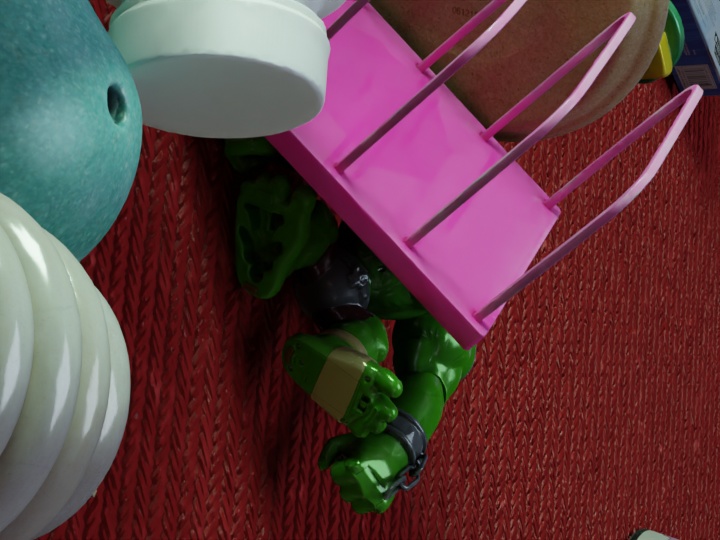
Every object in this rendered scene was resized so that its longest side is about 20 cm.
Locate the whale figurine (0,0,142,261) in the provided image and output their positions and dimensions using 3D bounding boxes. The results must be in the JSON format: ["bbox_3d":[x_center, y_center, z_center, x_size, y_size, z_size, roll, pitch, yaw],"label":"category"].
[{"bbox_3d":[-0.133,-0.090,0.911,0.159,0.103,0.202,-15,102,-68],"label":"whale figurine"}]

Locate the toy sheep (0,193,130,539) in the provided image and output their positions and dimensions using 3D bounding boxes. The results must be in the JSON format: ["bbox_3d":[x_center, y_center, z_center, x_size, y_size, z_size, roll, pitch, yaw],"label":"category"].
[{"bbox_3d":[-0.146,0.031,0.816,0.200,0.137,0.139,20,70,-62],"label":"toy sheep"}]

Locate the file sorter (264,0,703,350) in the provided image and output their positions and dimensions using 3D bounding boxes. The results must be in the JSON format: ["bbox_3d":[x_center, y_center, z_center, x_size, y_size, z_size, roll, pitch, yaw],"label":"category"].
[{"bbox_3d":[0.041,-0.098,1.205,0.200,0.125,0.139,47,32,-6],"label":"file sorter"}]

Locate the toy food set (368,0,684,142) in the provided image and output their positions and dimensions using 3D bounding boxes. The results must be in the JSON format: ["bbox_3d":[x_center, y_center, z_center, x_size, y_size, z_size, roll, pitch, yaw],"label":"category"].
[{"bbox_3d":[0.060,-0.152,1.284,0.049,0.199,0.199,-46,128,-52],"label":"toy food set"}]

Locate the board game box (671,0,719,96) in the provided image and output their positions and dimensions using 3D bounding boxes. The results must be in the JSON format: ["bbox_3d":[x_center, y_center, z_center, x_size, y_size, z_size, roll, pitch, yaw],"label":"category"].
[{"bbox_3d":[0.242,-0.267,1.973,0.200,0.043,0.200,57,38,-53],"label":"board game box"}]

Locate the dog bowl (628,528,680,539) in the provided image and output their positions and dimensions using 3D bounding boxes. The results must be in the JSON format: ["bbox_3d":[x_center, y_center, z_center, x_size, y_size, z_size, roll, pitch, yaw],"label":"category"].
[{"bbox_3d":[0.234,0.285,1.872,0.200,0.073,0.202,-1,90,-68],"label":"dog bowl"}]

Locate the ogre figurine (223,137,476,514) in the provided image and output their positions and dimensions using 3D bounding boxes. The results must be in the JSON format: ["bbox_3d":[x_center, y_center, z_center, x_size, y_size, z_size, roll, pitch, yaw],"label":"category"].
[{"bbox_3d":[0.000,0.000,1.268,0.201,0.098,0.120,56,38,2],"label":"ogre figurine"}]

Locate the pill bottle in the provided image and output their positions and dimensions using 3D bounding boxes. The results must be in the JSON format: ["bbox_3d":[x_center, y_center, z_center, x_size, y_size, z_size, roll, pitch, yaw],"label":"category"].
[{"bbox_3d":[-0.051,-0.158,1.004,0.111,0.110,0.201,41,47,-62],"label":"pill bottle"}]
